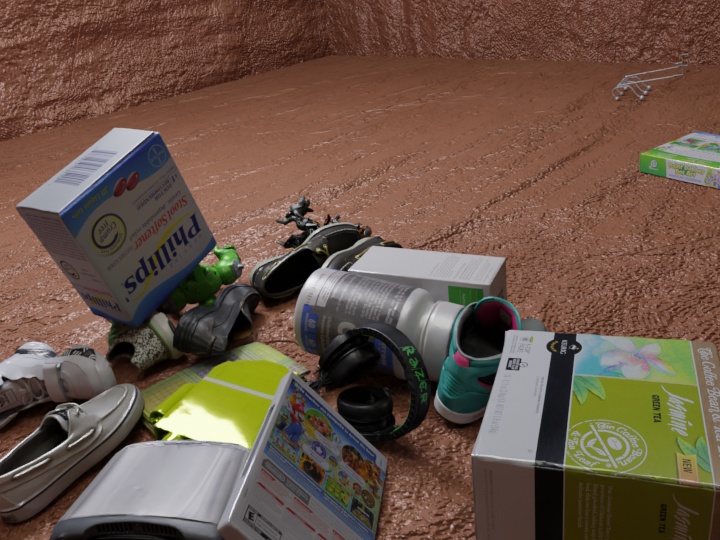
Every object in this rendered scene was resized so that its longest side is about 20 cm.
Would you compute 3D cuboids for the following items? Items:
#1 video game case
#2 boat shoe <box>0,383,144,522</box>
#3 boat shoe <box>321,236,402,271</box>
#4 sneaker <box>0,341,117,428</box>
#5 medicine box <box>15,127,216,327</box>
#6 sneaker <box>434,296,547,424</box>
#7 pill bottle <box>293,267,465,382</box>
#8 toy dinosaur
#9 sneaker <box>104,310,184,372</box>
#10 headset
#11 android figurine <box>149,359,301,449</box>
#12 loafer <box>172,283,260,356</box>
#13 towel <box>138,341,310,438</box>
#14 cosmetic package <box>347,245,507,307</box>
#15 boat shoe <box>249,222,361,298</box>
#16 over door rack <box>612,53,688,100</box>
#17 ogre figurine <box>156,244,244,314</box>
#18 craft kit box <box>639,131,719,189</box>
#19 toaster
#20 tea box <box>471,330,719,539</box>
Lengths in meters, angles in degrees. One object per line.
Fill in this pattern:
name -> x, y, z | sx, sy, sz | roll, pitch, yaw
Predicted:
video game case -> -0.040, 0.195, 0.619 | 0.018, 0.143, 0.200 | -40, 14, 24
boat shoe -> -0.325, 0.182, 0.772 | 0.071, 0.066, 0.200 | 7, 34, 34
boat shoe -> 0.000, 0.000, 1.069 | 0.060, 0.072, 0.201 | 2, 25, 29
sneaker -> -0.404, 0.149, 0.876 | 0.198, 0.076, 0.115 | 3, 27, 32
medicine box -> -0.321, -0.060, 0.951 | 0.102, 0.201, 0.183 | 11, 48, 34
sneaker -> 0.163, 0.077, 0.797 | 0.083, 0.122, 0.199 | 32, 44, 29
pill bottle -> 0.027, 0.070, 0.867 | 0.198, 0.115, 0.114 | 12, 30, 24
toy dinosaur -> -0.075, -0.054, 1.202 | 0.199, 0.103, 0.135 | -2, 32, -48
sneaker -> -0.334, 0.089, 0.990 | 0.199, 0.077, 0.088 | 16, 42, 44
headset -> 0.005, 0.123, 0.779 | 0.094, 0.125, 0.199 | -17, -1, -45
android figurine -> -0.138, 0.162, 0.765 | 0.180, 0.041, 0.200 | 10, 29, 22
loafer -> -0.184, 0.075, 0.983 | 0.072, 0.073, 0.200 | 22, 24, 10
towel -> -0.178, 0.151, 0.868 | 0.199, 0.023, 0.143 | -25, 30, -35
cosmetic package -> 0.092, 0.037, 0.938 | 0.198, 0.109, 0.085 | 4, 28, 26
boat shoe -> -0.079, -0.013, 1.118 | 0.200, 0.072, 0.061 | -29, 23, -15
over door rack -> 0.841, -0.547, 2.005 | 0.199, 0.067, 0.148 | -16, 16, 36
ogre figurine -> -0.265, 0.020, 1.085 | 0.199, 0.099, 0.120 | -9, 11, -31
craft kit box -> 0.710, -0.226, 1.407 | 0.196, 0.049, 0.200 | -18, 27, -28
toaster -> -0.170, 0.224, 0.607 | 0.198, 0.115, 0.129 | -3, 21, 10
tea box -> 0.211, 0.161, 0.608 | 0.195, 0.135, 0.200 | 3, 26, 19
